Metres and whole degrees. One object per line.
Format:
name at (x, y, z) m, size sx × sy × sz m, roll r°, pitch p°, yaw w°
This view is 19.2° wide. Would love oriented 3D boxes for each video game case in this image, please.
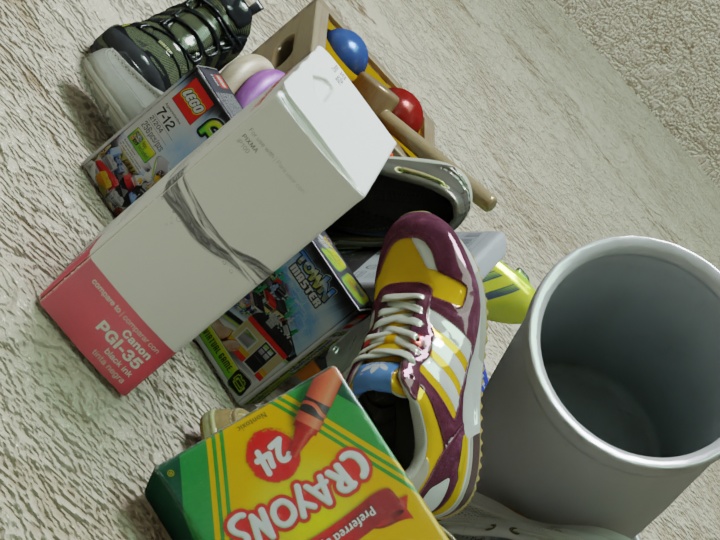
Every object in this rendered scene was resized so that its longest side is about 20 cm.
video game case at (0.000, 0.000, 1.523) m, size 0.200 × 0.180 × 0.024 m, roll -40°, pitch 128°, yaw -73°

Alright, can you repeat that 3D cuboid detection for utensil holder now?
utensil holder at (0.174, 0.096, 1.504) m, size 0.171 × 0.169 × 0.200 m, roll 57°, pitch -23°, yaw 17°

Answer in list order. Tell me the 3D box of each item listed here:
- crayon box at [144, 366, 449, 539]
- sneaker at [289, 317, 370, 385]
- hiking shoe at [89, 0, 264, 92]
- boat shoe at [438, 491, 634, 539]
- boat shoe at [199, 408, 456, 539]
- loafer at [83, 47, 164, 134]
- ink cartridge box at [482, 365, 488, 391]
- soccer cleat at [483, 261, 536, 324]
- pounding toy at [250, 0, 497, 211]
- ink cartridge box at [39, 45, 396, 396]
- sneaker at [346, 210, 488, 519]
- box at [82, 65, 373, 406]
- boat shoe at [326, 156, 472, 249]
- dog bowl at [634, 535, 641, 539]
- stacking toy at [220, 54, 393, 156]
crayon box at (-0.016, 0.170, 1.196) m, size 0.201 × 0.126 × 0.051 m, roll 56°, pitch -24°, yaw 12°
sneaker at (0.001, 0.061, 1.555) m, size 0.092 × 0.075 × 0.200 m, roll 58°, pitch 19°, yaw -4°
hiking shoe at (-0.136, -0.180, 1.620) m, size 0.076 × 0.101 × 0.200 m, roll 48°, pitch 16°, yaw -1°
boat shoe at (0.122, 0.211, 1.467) m, size 0.199 × 0.071 × 0.069 m, roll 15°, pitch 23°, yaw 20°
boat shoe at (-0.021, 0.141, 1.345) m, size 0.201 × 0.063 × 0.073 m, roll 43°, pitch 19°, yaw -29°
loafer at (-0.118, -0.086, 1.490) m, size 0.200 × 0.070 × 0.070 m, roll 48°, pitch -11°, yaw 14°
ink cartridge box at (0.066, 0.106, 1.674) m, size 0.094 × 0.044 × 0.201 m, roll 45°, pitch 18°, yaw -27°
soccer cleat at (0.046, 0.008, 1.695) m, size 0.199 × 0.065 × 0.084 m, roll 23°, pitch 57°, yaw -5°
pounding toy at (0.001, -0.114, 1.774) m, size 0.184 × 0.142 × 0.200 m, roll 46°, pitch 18°, yaw -18°
ink cartridge box at (-0.083, -0.033, 1.296) m, size 0.083 × 0.200 × 0.147 m, roll 49°, pitch 17°, yaw -7°
sneaker at (0.031, 0.054, 1.346) m, size 0.090 × 0.074 × 0.202 m, roll 20°, pitch 61°, yaw -55°
box at (-0.089, -0.024, 1.419) m, size 0.201 × 0.110 × 0.035 m, roll 55°, pitch 18°, yaw 12°
boat shoe at (-0.020, -0.052, 1.544) m, size 0.060 × 0.200 × 0.073 m, roll -66°, pitch 157°, yaw -77°
dog bowl at (0.178, 0.207, 1.664) m, size 0.201 × 0.058 × 0.200 m, roll 61°, pitch 12°, yaw -21°
stacking toy at (-0.024, -0.089, 1.630) m, size 0.199 × 0.086 × 0.085 m, roll 29°, pitch 8°, yaw 23°
